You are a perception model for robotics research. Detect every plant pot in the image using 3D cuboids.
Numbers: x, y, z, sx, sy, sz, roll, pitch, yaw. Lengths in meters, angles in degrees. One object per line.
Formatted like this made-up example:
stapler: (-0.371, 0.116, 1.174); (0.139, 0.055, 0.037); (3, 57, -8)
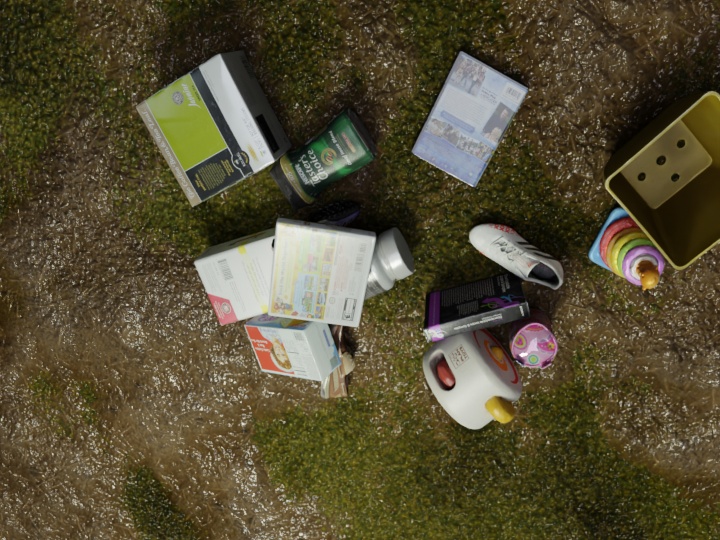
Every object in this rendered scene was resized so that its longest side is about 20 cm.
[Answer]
plant pot: (0.526, -0.165, 1.023); (0.200, 0.177, 0.200); (44, 112, -10)

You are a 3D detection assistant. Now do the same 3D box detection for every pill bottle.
pill bottle: (0.000, 0.000, 1.209); (0.196, 0.114, 0.116); (-24, 106, 18)

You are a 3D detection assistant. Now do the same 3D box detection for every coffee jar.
coffee jar: (-0.072, -0.204, 1.155); (0.198, 0.086, 0.105); (-32, 106, 20)

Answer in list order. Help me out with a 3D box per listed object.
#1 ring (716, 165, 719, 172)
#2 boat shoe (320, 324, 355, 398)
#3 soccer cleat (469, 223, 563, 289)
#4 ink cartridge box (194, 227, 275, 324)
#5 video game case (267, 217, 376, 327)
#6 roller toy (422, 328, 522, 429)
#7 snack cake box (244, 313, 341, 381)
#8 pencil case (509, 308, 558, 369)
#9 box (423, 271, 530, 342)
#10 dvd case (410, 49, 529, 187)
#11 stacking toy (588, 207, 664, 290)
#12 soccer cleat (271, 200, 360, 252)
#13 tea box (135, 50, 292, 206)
ring: (0.719, -0.142, 1.086); (0.194, 0.019, 0.206); (3, 112, 7)
boat shoe: (-0.044, 0.187, 1.317); (0.070, 0.076, 0.205); (7, 122, 2)
soccer cleat: (0.297, -0.027, 1.164); (0.196, 0.086, 0.070); (28, 114, -3)
ink cartridge box: (-0.213, 0.008, 1.254); (0.195, 0.084, 0.149); (-14, 108, 15)
video game case: (-0.074, 0.008, 1.133); (0.177, 0.023, 0.204); (8, 123, -6)
roller toy: (0.224, 0.199, 1.209); (0.183, 0.200, 0.139); (46, 111, -4)
snack cake box: (-0.142, 0.151, 1.268); (0.197, 0.067, 0.118); (0, 117, 43)
pencil case: (0.324, 0.126, 1.158); (0.085, 0.200, 0.090); (1, 96, 12)
box: (0.219, 0.067, 1.183); (0.195, 0.144, 0.037); (-17, 111, 16)
dvd case: (0.195, -0.273, 1.121); (0.140, 0.018, 0.203); (27, 114, -1)
stacking toy: (0.485, -0.019, 1.074); (0.107, 0.201, 0.118); (23, 113, -1)
soccer cleat: (-0.079, -0.067, 1.182); (0.198, 0.068, 0.075); (-34, 124, -24)
tea box: (-0.264, -0.263, 1.138); (0.193, 0.134, 0.204); (-23, 106, 16)
